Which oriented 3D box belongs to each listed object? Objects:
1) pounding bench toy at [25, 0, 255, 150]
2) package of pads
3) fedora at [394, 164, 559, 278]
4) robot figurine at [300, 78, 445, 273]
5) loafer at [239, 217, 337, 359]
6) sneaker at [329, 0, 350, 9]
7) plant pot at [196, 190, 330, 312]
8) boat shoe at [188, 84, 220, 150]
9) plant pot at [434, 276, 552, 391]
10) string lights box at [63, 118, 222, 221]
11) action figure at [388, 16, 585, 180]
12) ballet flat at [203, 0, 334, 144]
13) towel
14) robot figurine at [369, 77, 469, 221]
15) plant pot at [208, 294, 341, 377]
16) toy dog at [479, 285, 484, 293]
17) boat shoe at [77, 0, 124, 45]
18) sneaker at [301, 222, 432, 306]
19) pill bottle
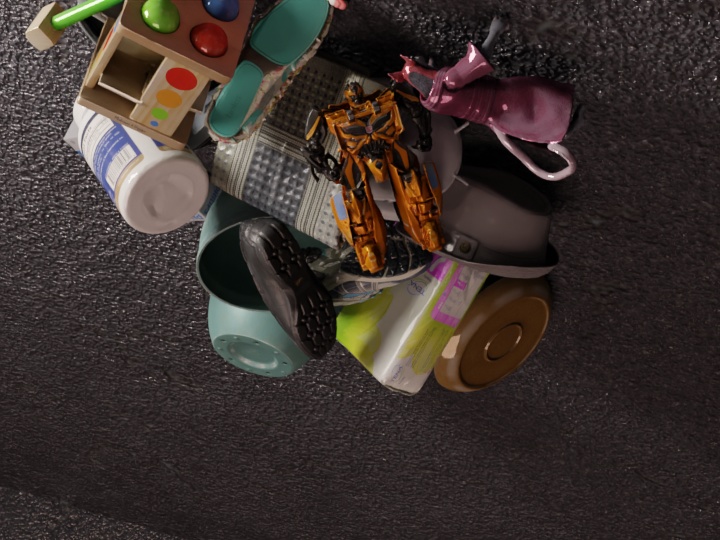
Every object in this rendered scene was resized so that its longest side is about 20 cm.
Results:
[{"bbox_3d":[-0.234,-0.252,1.336,0.200,0.124,0.156,24,142,-18],"label":"pounding bench toy"},{"bbox_3d":[0.063,0.038,1.593,0.068,0.200,0.154,24,-169,-37],"label":"package of pads"},{"bbox_3d":[0.147,-0.068,1.508,0.200,0.177,0.090,28,115,30],"label":"fedora"},{"bbox_3d":[0.021,-0.105,1.363,0.145,0.058,0.200,-20,115,-4],"label":"robot figurine"},{"bbox_3d":[-0.085,0.020,1.514,0.070,0.068,0.201,23,145,49],"label":"loafer"},{"bbox_3d":[-0.040,-0.328,1.219,0.087,0.074,0.200,18,152,5],"label":"sneaker"},{"bbox_3d":[-0.111,-0.057,1.647,0.200,0.134,0.200,-3,143,-3],"label":"plant pot"},{"bbox_3d":[-0.164,-0.185,1.555,0.068,0.074,0.199,27,139,-34],"label":"boat shoe"},{"bbox_3d":[0.185,0.090,1.707,0.027,0.200,0.200,46,169,35],"label":"plant pot"},{"bbox_3d":[-0.290,-0.142,1.719,0.103,0.059,0.200,-4,144,37],"label":"string lights box"},{"bbox_3d":[0.122,-0.173,1.328,0.200,0.149,0.134,11,160,-14],"label":"action figure"},{"bbox_3d":[-0.099,-0.223,1.379,0.076,0.200,0.064,41,-171,4],"label":"ballet flat"},{"bbox_3d":[-0.067,-0.152,1.435,0.192,0.200,0.035,28,-160,22],"label":"towel"},{"bbox_3d":[0.031,-0.138,1.467,0.200,0.113,0.170,5,114,25],"label":"robot figurine"},{"bbox_3d":[-0.131,0.058,1.867,0.200,0.161,0.201,15,152,8],"label":"plant pot"},{"bbox_3d":[0.056,0.027,1.725,0.200,0.140,0.194,19,139,0],"label":"toy dog"},{"bbox_3d":[-0.272,-0.255,1.494,0.070,0.072,0.201,3,148,28],"label":"boat shoe"},{"bbox_3d":[0.000,0.000,1.576,0.200,0.078,0.086,-10,150,22],"label":"sneaker"},{"bbox_3d":[-0.269,-0.143,1.521,0.200,0.111,0.111,51,174,39],"label":"pill bottle"}]
